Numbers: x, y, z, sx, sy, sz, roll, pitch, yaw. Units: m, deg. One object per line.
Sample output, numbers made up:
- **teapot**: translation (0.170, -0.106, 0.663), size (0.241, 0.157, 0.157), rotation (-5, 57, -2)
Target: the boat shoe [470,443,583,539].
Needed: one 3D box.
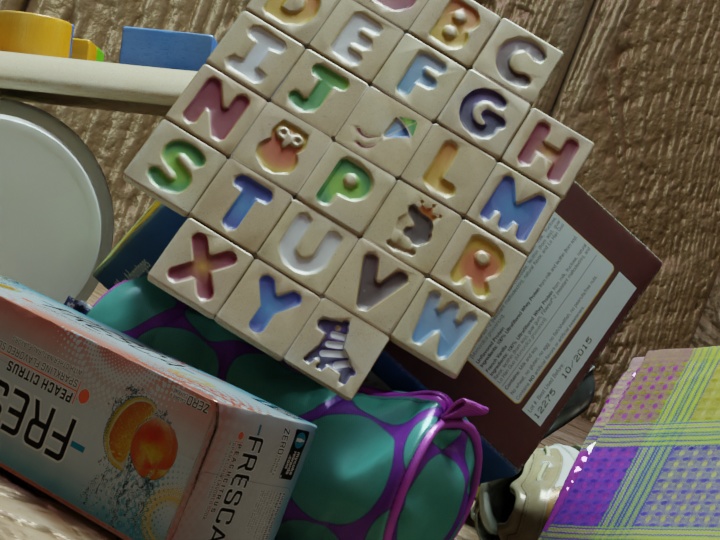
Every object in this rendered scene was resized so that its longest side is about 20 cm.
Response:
- **boat shoe**: translation (0.102, 0.132, 0.953), size (0.068, 0.075, 0.200), rotation (15, -6, -5)

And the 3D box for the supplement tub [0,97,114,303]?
- **supplement tub**: translation (-0.224, -0.031, 0.975), size (0.144, 0.145, 0.200), rotation (21, 1, -15)

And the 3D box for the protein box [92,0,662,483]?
- **protein box**: translation (0.000, 0.000, 0.826), size (0.200, 0.135, 0.198), rotation (42, -24, -7)

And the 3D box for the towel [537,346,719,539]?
- **towel**: translation (0.173, 0.100, 0.823), size (0.143, 0.200, 0.023), rotation (-6, -56, 38)

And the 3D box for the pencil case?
- **pencil case**: translation (-0.044, 0.067, 0.734), size (0.200, 0.093, 0.085), rotation (22, 1, 30)

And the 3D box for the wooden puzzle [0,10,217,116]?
- **wooden puzzle**: translation (-0.153, -0.122, 0.992), size (0.185, 0.046, 0.200), rotation (6, 3, 1)

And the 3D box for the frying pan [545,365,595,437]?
- **frying pan**: translation (0.110, 0.092, 1.026), size (0.031, 0.115, 0.190), rotation (57, -9, 6)

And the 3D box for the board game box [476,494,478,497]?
- **board game box**: translation (0.020, 0.115, 1.243), size (0.200, 0.048, 0.101), rotation (22, 0, 44)

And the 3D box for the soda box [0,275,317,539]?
- **soda box**: translation (-0.118, 0.053, 0.667), size (0.200, 0.064, 0.068), rotation (22, 1, 37)

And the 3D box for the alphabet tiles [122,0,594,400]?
- **alphabet tiles**: translation (0.002, -0.048, 0.713), size (0.166, 0.200, 0.006), rotation (31, -24, 4)
